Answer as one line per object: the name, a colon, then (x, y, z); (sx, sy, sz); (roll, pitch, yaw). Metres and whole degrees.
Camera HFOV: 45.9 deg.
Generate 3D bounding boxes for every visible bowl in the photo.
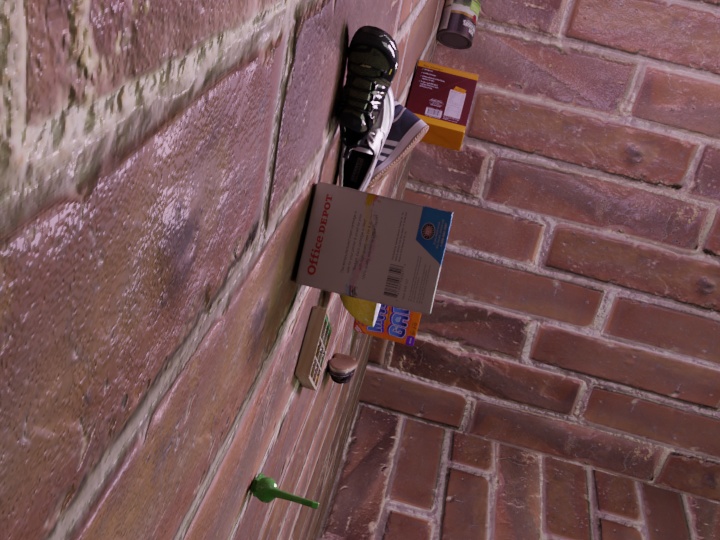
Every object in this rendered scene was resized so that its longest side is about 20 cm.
bowl: (0.000, 0.000, 1.672); (0.200, 0.106, 0.203); (14, 90, -85)

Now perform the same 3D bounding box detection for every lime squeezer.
lime squeezer: (-0.134, 0.329, 1.292); (0.199, 0.070, 0.038); (-8, -97, 63)

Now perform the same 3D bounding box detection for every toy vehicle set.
toy vehicle set: (-0.085, 0.148, 1.574); (0.200, 0.026, 0.126); (87, 17, -76)

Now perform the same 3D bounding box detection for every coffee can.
coffee can: (0.392, -0.999, 3.352); (0.146, 0.144, 0.203); (74, 29, -81)

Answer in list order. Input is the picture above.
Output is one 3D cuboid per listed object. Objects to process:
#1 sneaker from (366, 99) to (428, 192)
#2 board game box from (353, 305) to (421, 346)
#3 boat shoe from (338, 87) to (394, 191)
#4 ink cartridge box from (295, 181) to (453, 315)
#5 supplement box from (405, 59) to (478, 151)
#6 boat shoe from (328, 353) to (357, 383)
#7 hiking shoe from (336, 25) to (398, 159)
sneaker: (0.026, -0.237, 1.617); (0.200, 0.108, 0.070); (-45, 175, -6)
board game box: (0.105, 0.077, 2.661); (0.201, 0.197, 0.202); (-71, 174, -47)
boat shoe: (0.008, -0.206, 1.364); (0.066, 0.072, 0.203); (-76, 177, -66)
ink cartridge box: (0.020, -0.030, 1.240); (0.145, 0.197, 0.150); (27, 77, -88)
supplement box: (0.243, -0.509, 2.624); (0.133, 0.194, 0.203); (90, 15, -73)
boat shoe: (-0.046, 0.251, 2.121); (0.200, 0.071, 0.066); (-107, -154, -87)
hiking shoe: (0.007, -0.248, 1.199); (0.201, 0.074, 0.102); (99, 3, -56)
